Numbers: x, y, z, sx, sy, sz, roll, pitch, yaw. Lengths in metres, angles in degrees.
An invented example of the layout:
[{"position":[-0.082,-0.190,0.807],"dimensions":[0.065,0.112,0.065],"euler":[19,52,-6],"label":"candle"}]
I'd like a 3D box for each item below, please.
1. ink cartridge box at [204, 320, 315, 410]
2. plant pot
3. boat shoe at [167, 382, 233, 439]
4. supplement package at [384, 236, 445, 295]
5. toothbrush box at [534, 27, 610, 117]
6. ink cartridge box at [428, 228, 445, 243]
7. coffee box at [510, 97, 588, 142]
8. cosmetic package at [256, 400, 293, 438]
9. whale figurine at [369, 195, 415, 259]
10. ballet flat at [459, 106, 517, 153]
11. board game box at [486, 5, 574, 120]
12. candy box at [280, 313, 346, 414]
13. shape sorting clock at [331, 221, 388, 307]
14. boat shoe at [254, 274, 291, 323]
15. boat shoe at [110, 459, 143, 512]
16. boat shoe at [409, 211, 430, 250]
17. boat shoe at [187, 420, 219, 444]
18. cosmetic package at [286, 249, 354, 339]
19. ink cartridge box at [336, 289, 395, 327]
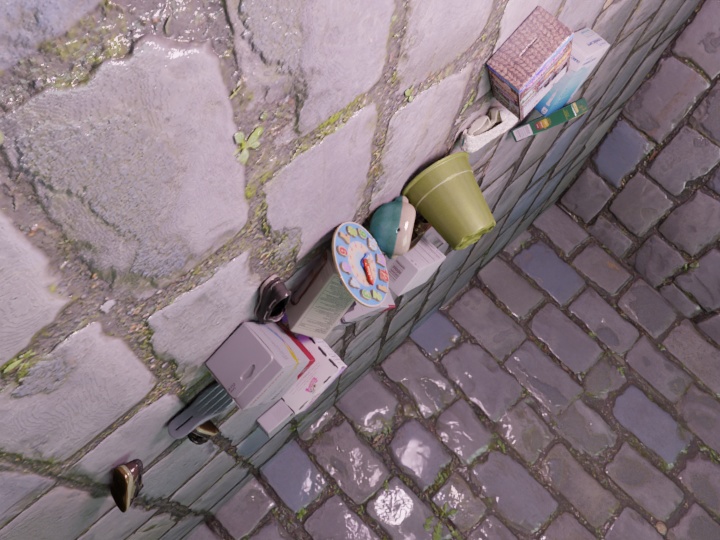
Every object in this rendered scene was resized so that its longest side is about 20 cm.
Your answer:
[{"position":[-0.230,0.216,1.436],"dimensions":[0.145,0.145,0.200],"euler":[-46,166,8],"label":"ink cartridge box"},{"position":[0.233,-0.157,1.517],"dimensions":[0.200,0.190,0.200],"euler":[-29,168,-7],"label":"plant pot"},{"position":[-0.392,0.342,1.528],"dimensions":[0.200,0.072,0.062],"euler":[-34,-179,-12],"label":"boat shoe"},{"position":[0.154,-0.020,1.896],"dimensions":[0.200,0.117,0.117],"euler":[-21,152,-57],"label":"supplement package"},{"position":[0.553,-0.532,1.645],"dimensions":[0.146,0.085,0.200],"euler":[-33,162,-36],"label":"toothbrush box"},{"position":[0.271,-0.187,1.786],"dimensions":[0.059,0.104,0.200],"euler":[-28,158,-49],"label":"ink cartridge box"},{"position":[0.558,-0.443,1.807],"dimensions":[0.200,0.044,0.123],"euler":[-19,-171,41],"label":"coffee box"},{"position":[-0.287,0.527,2.283],"dimensions":[0.200,0.074,0.102],"euler":[-41,165,-21],"label":"cosmetic package"},{"position":[0.074,-0.109,1.509],"dimensions":[0.200,0.103,0.160],"euler":[-92,-168,-81],"label":"whale figurine"},{"position":[0.326,-0.366,1.531],"dimensions":[0.200,0.072,0.072],"euler":[-40,165,-19],"label":"ballet flat"},{"position":[0.375,-0.452,1.358],"dimensions":[0.159,0.097,0.200],"euler":[-47,165,7],"label":"board game box"},{"position":[-0.163,0.233,1.557],"dimensions":[0.168,0.200,0.072],"euler":[-46,165,8],"label":"candy box"},{"position":[0.004,-0.015,1.367],"dimensions":[0.039,0.200,0.200],"euler":[-19,178,28],"label":"shape sorting clock"},{"position":[-0.190,0.081,1.350],"dimensions":[0.067,0.057,0.200],"euler":[-38,164,-26],"label":"boat shoe"},{"position":[-0.564,0.527,1.495],"dimensions":[0.065,0.073,0.200],"euler":[-27,158,-41],"label":"boat shoe"},{"position":[0.155,-0.127,1.713],"dimensions":[0.200,0.070,0.070],"euler":[-46,163,-26],"label":"boat shoe"},{"position":[-0.429,0.434,1.638],"dimensions":[0.065,0.073,0.200],"euler":[-47,166,-12],"label":"boat shoe"},{"position":[-0.084,0.060,1.453],"dimensions":[0.103,0.087,0.200],"euler":[19,123,-32],"label":"cosmetic package"},{"position":[-0.025,0.097,1.647],"dimensions":[0.200,0.084,0.145],"euler":[-23,170,15],"label":"ink cartridge box"}]
